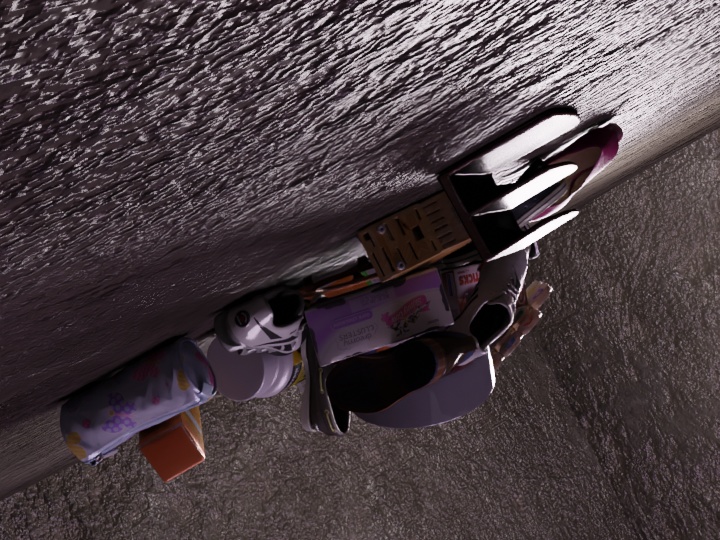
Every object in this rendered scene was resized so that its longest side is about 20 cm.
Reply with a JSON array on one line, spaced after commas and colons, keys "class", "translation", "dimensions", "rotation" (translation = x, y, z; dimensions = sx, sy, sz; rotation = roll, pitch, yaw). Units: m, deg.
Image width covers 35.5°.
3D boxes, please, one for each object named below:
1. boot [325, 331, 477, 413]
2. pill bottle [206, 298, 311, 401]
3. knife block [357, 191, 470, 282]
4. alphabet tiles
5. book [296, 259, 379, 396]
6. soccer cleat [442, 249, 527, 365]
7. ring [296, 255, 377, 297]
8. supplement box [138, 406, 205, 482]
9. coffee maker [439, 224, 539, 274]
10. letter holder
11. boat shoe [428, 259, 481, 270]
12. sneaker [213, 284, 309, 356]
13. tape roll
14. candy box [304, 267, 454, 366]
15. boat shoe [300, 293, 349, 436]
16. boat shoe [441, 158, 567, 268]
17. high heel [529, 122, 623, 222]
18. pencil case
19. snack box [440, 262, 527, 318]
[{"class": "boot", "translation": [0.049, 0.122, 1.355], "dimensions": [0.096, 0.076, 0.199], "rotation": [-13, 175, -45]}, {"class": "pill bottle", "translation": [-0.122, 0.111, 1.566], "dimensions": [0.114, 0.115, 0.200], "rotation": [-29, 175, 28]}, {"class": "knife block", "translation": [0.068, -0.035, 1.354], "dimensions": [0.199, 0.064, 0.175], "rotation": [-26, 175, -24]}, {"class": "alphabet tiles", "translation": [0.203, 0.095, 1.641], "dimensions": [0.200, 0.015, 0.196], "rotation": [-49, -175, 1]}, {"class": "book", "translation": [-0.029, 0.083, 1.681], "dimensions": [0.199, 0.135, 0.048], "rotation": [-28, 176, 10]}, {"class": "soccer cleat", "translation": [0.169, 0.038, 1.407], "dimensions": [0.085, 0.069, 0.200], "rotation": [-18, -151, 55]}, {"class": "ring", "translation": [0.000, 0.000, 1.486], "dimensions": [0.198, 0.019, 0.200], "rotation": [-17, 176, -1]}, {"class": "supplement box", "translation": [-0.251, 0.191, 1.483], "dimensions": [0.066, 0.069, 0.200], "rotation": [-30, -154, 2]}, {"class": "coffee maker", "translation": [0.160, 0.023, 1.698], "dimensions": [0.192, 0.134, 0.201], "rotation": [-46, -170, 47]}, {"class": "letter holder", "translation": [0.188, -0.094, 1.195], "dimensions": [0.141, 0.101, 0.200], "rotation": [-31, 175, 19]}, {"class": "boat shoe", "translation": [0.128, -0.047, 1.595], "dimensions": [0.199, 0.065, 0.072], "rotation": [-6, -128, 48]}, {"class": "sneaker", "translation": [-0.093, 0.058, 1.388], "dimensions": [0.088, 0.075, 0.200], "rotation": [-31, 172, 21]}, {"class": "tape roll", "translation": [0.075, 0.127, 1.480], "dimensions": [0.198, 0.067, 0.201], "rotation": [-9, -157, 4]}, {"class": "candy box", "translation": [0.022, 0.053, 1.391], "dimensions": [0.166, 0.072, 0.200], "rotation": [-17, -179, 0]}, {"class": "boat shoe", "translation": [-0.043, 0.131, 1.536], "dimensions": [0.060, 0.204, 0.072], "rotation": [11, -159, 27]}, {"class": "boat shoe", "translation": [0.181, -0.074, 1.475], "dimensions": [0.199, 0.062, 0.075], "rotation": [-38, -172, -7]}, {"class": "high heel", "translation": [0.271, -0.121, 1.517], "dimensions": [0.199, 0.068, 0.096], "rotation": [-37, -179, 34]}, {"class": "pencil case", "translation": [-0.275, 0.161, 1.386], "dimensions": [0.199, 0.091, 0.083], "rotation": [-30, 134, 12]}, {"class": "snack box", "translation": [0.170, 0.025, 1.521], "dimensions": [0.024, 0.073, 0.199], "rotation": [-9, -179, 34]}]
